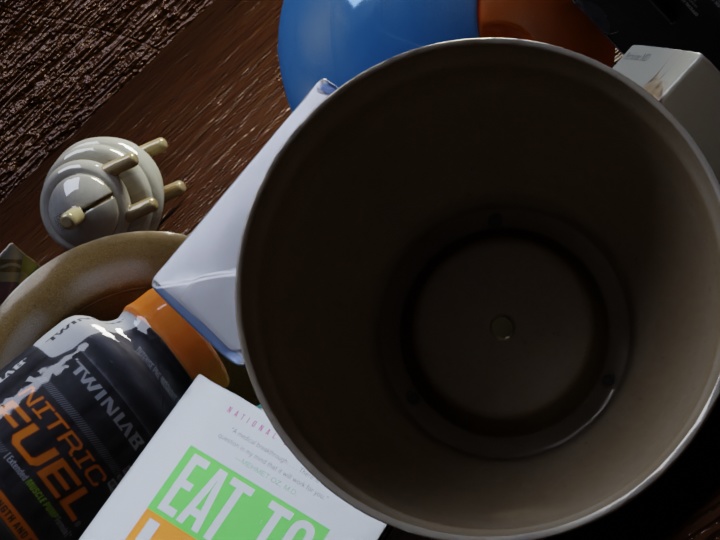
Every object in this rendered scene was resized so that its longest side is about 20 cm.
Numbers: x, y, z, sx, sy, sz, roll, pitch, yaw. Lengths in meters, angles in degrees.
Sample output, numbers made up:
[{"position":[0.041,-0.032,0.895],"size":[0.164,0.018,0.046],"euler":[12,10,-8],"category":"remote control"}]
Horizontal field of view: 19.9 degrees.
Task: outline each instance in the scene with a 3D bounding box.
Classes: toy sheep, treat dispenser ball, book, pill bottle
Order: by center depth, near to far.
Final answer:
[{"position":[-0.078,0.160,0.918],"size":[0.133,0.048,0.200],"euler":[27,75,28],"category":"book"},{"position":[-0.168,0.097,1.129],"size":[0.200,0.106,0.106],"euler":[-40,12,-15],"category":"pill bottle"},{"position":[0.050,-0.133,1.208],"size":[0.201,0.201,0.201],"euler":[-43,15,14],"category":"treat dispenser ball"},{"position":[-0.260,-0.074,2.088],"size":[0.138,0.138,0.200],"euler":[-42,-3,17],"category":"toy sheep"}]

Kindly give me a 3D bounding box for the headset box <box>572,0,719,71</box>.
[{"position":[0.166,-0.196,1.156],"size":[0.075,0.149,0.200],"euler":[-37,16,32],"category":"headset box"}]

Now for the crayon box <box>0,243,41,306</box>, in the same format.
[{"position":[-0.181,0.093,1.257],"size":[0.126,0.200,0.052],"euler":[-46,34,3],"category":"crayon box"}]

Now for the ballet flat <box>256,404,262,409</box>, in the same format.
[{"position":[-0.076,0.140,1.137],"size":[0.200,0.069,0.070],"euler":[-39,15,41],"category":"ballet flat"}]

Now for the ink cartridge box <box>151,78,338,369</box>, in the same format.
[{"position":[0.000,0.000,1.067],"size":[0.137,0.076,0.200],"euler":[-49,-25,4],"category":"ink cartridge box"}]

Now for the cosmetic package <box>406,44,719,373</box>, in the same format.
[{"position":[0.104,-0.011,0.992],"size":[0.200,0.073,0.104],"euler":[-48,14,-3],"category":"cosmetic package"}]

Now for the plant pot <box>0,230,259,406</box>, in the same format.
[{"position":[-0.135,0.074,1.221],"size":[0.200,0.200,0.027],"euler":[-46,34,2],"category":"plant pot"}]

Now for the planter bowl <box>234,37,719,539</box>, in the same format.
[{"position":[0.058,0.017,0.863],"size":[0.200,0.200,0.135],"euler":[-47,-13,-1],"category":"planter bowl"}]
